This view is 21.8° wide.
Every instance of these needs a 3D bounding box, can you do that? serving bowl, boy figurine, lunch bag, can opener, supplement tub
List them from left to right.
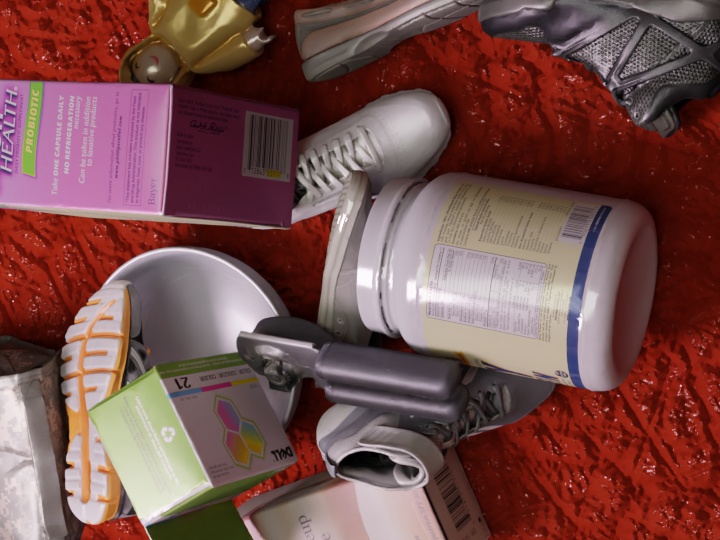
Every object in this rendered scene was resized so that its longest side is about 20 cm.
[{"bbox_3d":[-0.299,0.151,1.606,0.200,0.117,0.164,9,108,57],"label":"lunch bag"},{"bbox_3d":[-0.130,-0.214,1.519,0.200,0.064,0.124,-43,86,23],"label":"boy figurine"},{"bbox_3d":[-0.132,0.073,1.580,0.200,0.066,0.201,5,103,22],"label":"serving bowl"},{"bbox_3d":[-0.005,0.066,1.440,0.200,0.067,0.053,7,139,28],"label":"can opener"},{"bbox_3d":[0.112,0.004,1.413,0.200,0.145,0.145,11,105,22],"label":"supplement tub"}]

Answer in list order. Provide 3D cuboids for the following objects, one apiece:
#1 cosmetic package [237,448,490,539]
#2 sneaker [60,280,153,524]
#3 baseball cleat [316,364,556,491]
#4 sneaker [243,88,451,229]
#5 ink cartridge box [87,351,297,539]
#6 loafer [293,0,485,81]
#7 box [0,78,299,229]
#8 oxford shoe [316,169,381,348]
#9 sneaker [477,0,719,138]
[{"bbox_3d":[-0.008,0.216,1.544,0.200,0.087,0.104,-24,92,26],"label":"cosmetic package"},{"bbox_3d":[-0.198,0.108,1.544,0.078,0.077,0.201,-4,82,48],"label":"sneaker"},{"bbox_3d":[0.068,0.123,1.445,0.200,0.107,0.070,-19,120,-3],"label":"baseball cleat"},{"bbox_3d":[-0.019,-0.082,1.489,0.200,0.080,0.077,-26,88,25],"label":"sneaker"},{"bbox_3d":[-0.106,0.172,1.456,0.076,0.148,0.200,-33,79,22],"label":"ink cartridge box"},{"bbox_3d":[0.030,-0.210,1.448,0.200,0.072,0.063,-23,84,29],"label":"loafer"},{"bbox_3d":[-0.177,-0.088,1.428,0.200,0.176,0.097,4,90,30],"label":"box"},{"bbox_3d":[0.000,0.000,1.478,0.058,0.075,0.200,11,135,6],"label":"oxford shoe"},{"bbox_3d":[0.181,-0.157,1.386,0.199,0.076,0.115,5,97,17],"label":"sneaker"}]
